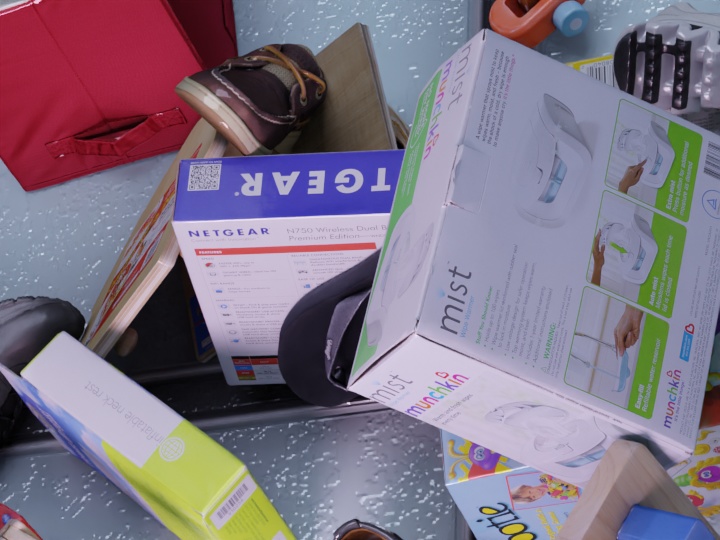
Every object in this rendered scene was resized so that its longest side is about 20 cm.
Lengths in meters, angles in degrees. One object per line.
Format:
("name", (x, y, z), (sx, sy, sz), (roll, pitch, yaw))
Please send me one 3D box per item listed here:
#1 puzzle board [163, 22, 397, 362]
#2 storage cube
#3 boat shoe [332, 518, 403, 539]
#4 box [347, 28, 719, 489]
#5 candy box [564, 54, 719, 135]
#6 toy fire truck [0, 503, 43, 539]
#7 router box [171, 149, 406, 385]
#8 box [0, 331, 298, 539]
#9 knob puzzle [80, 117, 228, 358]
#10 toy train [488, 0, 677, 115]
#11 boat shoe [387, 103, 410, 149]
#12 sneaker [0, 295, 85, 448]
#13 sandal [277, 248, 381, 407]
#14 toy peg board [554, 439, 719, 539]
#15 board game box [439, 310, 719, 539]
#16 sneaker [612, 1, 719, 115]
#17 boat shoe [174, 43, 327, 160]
("puzzle board", (-0.049, -0.049, 1.799), (0.200, 0.017, 0.151), (-36, 51, 32))
("storage cube", (-0.194, -0.192, 1.907), (0.170, 0.180, 0.201), (-15, 52, 12))
("boat shoe", (0.042, 0.227, 1.600), (0.072, 0.068, 0.200), (-32, 53, -4))
("box", (0.106, -0.003, 1.521), (0.176, 0.097, 0.201), (22, 60, -15))
("candy box", (0.221, -0.105, 1.781), (0.199, 0.026, 0.103), (-9, 57, 16))
("toy fire truck", (-0.182, 0.190, 1.664), (0.200, 0.141, 0.049), (29, 71, 34))
("router box", (0.000, 0.000, 1.680), (0.199, 0.180, 0.049), (-2, 54, 9))
("box", (-0.129, 0.117, 1.705), (0.200, 0.122, 0.048), (34, 74, 35))
("knob puzzle", (-0.124, -0.023, 1.792), (0.030, 0.220, 0.220), (29, 65, -10))
("toy train", (0.116, -0.128, 1.789), (0.150, 0.056, 0.200), (-38, 46, 7))
("boat shoe", (0.006, -0.074, 1.816), (0.074, 0.069, 0.200), (-32, 51, -1))
("sneaker", (-0.258, 0.096, 1.813), (0.200, 0.076, 0.091), (-37, 61, 3))
("sandal", (0.010, 0.031, 1.641), (0.200, 0.076, 0.043), (-45, 31, 47))
("toy peg board", (0.170, 0.232, 1.448), (0.098, 0.200, 0.200), (10, 60, 47))
("board game box", (0.154, 0.087, 1.626), (0.199, 0.105, 0.103), (-13, 53, 12))
("sneaker", (0.262, -0.123, 1.719), (0.199, 0.075, 0.081), (21, 34, 19))
("boat shoe", (-0.058, -0.113, 1.703), (0.072, 0.200, 0.072), (42, 98, 8))
